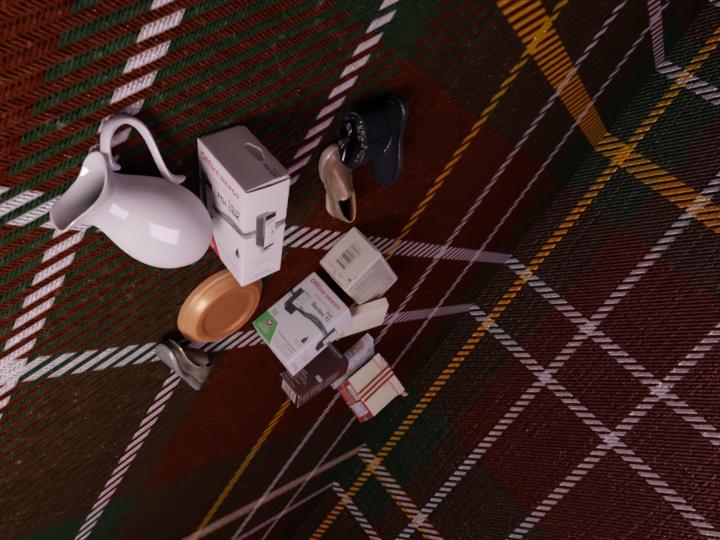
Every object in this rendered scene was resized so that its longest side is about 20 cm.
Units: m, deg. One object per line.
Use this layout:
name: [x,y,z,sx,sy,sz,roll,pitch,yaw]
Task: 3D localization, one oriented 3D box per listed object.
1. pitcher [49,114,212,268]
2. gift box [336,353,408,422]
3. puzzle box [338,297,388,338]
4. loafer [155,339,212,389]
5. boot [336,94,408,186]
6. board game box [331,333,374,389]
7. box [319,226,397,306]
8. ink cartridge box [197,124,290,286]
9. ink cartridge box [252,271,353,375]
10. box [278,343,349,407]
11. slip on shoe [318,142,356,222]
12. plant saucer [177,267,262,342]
pitcher: [-0.294,-0.101,0.754,0.199,0.120,0.174,28,89,-54]
gift box: [0.051,0.426,1.971,0.185,0.186,0.200,-34,177,-29]
puzzle box: [-0.027,0.136,1.430,0.196,0.026,0.134,-16,156,-15]
loafer: [-0.362,0.183,1.124,0.070,0.075,0.201,-50,163,-20]
boot: [0.017,-0.236,1.071,0.167,0.076,0.203,-37,148,-40]
board game box: [-0.034,0.322,1.906,0.199,0.034,0.135,-39,155,-18]
box: [0.000,0.000,1.380,0.128,0.109,0.200,-44,156,-2]
ink cartridge box: [-0.191,-0.102,0.865,0.082,0.147,0.202,-26,148,-33]
ink cartridge box: [-0.136,0.125,1.303,0.199,0.146,0.084,-40,154,-16]
box: [-0.139,0.311,1.636,0.198,0.100,0.076,-30,152,-33]
slip on shoe: [-0.040,-0.173,1.108,0.075,0.061,0.202,-35,153,-23]
plant saucer: [-0.282,0.078,1.122,0.199,0.037,0.202,-37,154,-21]
